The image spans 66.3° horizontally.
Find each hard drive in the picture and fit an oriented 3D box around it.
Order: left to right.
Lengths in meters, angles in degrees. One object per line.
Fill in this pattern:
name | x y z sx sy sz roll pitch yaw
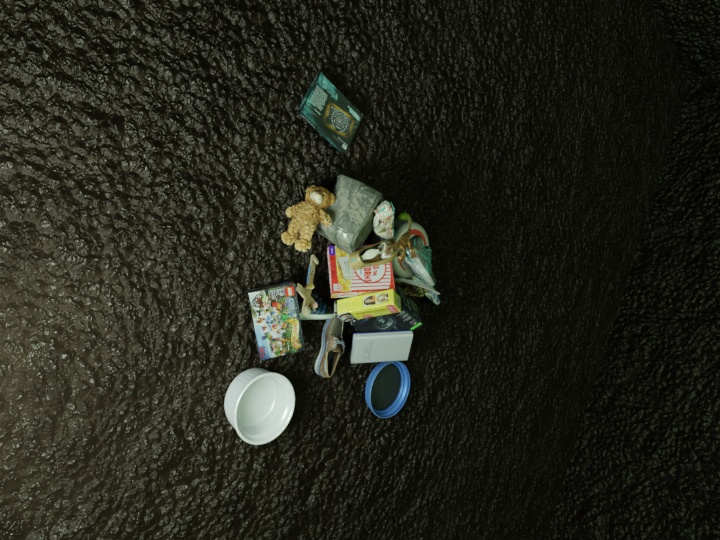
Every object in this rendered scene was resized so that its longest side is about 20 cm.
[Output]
hard drive | 0.068 0.252 1.812 0.193 0.026 0.135 -2 133 -10

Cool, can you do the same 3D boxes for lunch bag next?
lunch bag | -0.041 -0.173 1.645 0.203 0.165 0.140 -58 168 -13

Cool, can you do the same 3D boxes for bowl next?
bowl | 0.095 0.418 1.957 0.196 0.039 0.208 -10 105 -39

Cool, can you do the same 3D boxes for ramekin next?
ramekin | -0.292 0.379 1.574 0.196 0.096 0.208 -10 106 -39

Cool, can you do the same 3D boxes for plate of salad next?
plate of salad | 0.170 0.063 1.844 0.197 0.197 0.050 20 84 -41

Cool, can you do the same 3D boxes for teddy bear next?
teddy bear | -0.150 -0.153 1.569 0.201 0.145 0.067 -47 148 -2

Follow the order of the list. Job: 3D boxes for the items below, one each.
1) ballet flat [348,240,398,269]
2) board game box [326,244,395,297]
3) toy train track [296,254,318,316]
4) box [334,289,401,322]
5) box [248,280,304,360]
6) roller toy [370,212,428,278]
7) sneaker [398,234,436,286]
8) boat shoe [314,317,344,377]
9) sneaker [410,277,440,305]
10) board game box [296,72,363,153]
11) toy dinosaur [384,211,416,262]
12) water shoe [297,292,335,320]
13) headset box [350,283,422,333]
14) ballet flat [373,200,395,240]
ballet flat | 0.053 -0.049 1.633 0.197 0.063 0.070 -23 85 -35
board game box | 0.000 0.000 1.683 0.193 0.047 0.156 -3 66 -11
toy train track | -0.140 0.040 1.616 0.115 0.032 0.205 54 33 -47
box | 0.021 0.108 1.668 0.075 0.194 0.052 48 35 -57
box | -0.239 0.143 1.576 0.132 0.038 0.207 -10 107 -11
roller toy | 0.135 -0.071 1.828 0.180 0.138 0.206 -29 117 -32
sneaker | 0.202 -0.032 1.759 0.092 0.077 0.201 -49 130 -13
boat shoe | -0.083 0.239 1.744 0.071 0.071 0.207 13 90 -41
sneaker | 0.238 0.055 1.984 0.078 0.075 0.200 -54 129 -13
board game box | -0.086 -0.463 1.632 0.199 0.028 0.138 36 75 -39
toy dinosaur | 0.135 -0.088 1.654 0.201 0.059 0.109 -51 132 -49
water shoe | -0.139 0.105 1.670 0.196 0.070 0.082 0 97 -41
headset box | 0.085 0.149 1.803 0.172 0.094 0.199 -34 131 18
ballet flat | 0.067 -0.142 1.652 0.063 0.077 0.201 -26 155 -8
